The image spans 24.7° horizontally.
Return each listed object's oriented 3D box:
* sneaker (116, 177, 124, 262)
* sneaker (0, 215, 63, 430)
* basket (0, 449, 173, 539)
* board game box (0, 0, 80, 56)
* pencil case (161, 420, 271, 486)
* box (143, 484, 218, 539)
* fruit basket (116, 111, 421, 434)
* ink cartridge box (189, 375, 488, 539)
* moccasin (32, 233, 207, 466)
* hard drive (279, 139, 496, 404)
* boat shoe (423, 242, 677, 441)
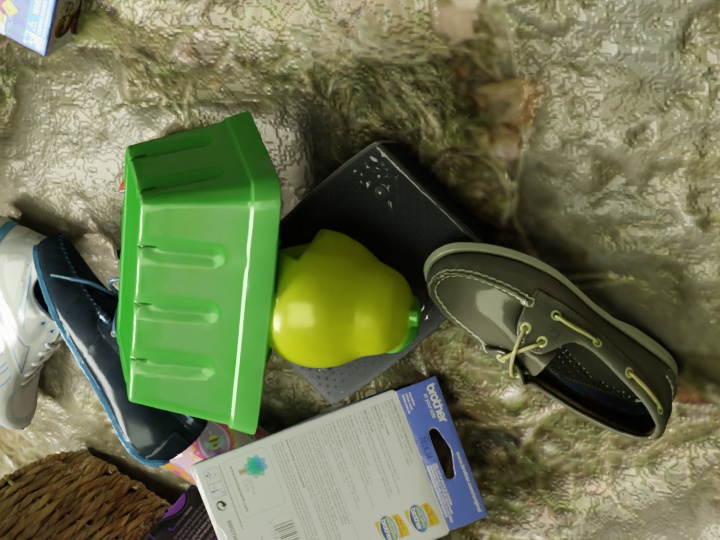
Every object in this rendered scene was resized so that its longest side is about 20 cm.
[{"bbox_3d":[-0.143,0.003,1.254,0.075,0.085,0.200,-1,118,27],"label":"sneaker"},{"bbox_3d":[-0.273,0.054,1.360,0.087,0.075,0.200,13,123,13],"label":"sneaker"},{"bbox_3d":[-0.273,0.268,1.400,0.143,0.200,0.149,27,130,20],"label":"basket"},{"bbox_3d":[-0.281,-0.284,1.180,0.199,0.041,0.200,27,126,10],"label":"board game box"},{"bbox_3d":[-0.078,0.165,1.321,0.200,0.087,0.087,33,127,5],"label":"pencil case"},{"bbox_3d":[-0.087,0.284,1.369,0.200,0.122,0.106,21,125,15],"label":"box"},{"bbox_3d":[-0.064,0.006,1.154,0.215,0.156,0.216,-7,120,-12],"label":"fruit basket"},{"bbox_3d":[-0.015,0.168,1.257,0.200,0.042,0.119,-21,87,4],"label":"ink cartridge box"},{"bbox_3d":[-0.182,0.054,1.276,0.068,0.080,0.200,-32,84,8],"label":"moccasin"},{"bbox_3d":[0.000,0.000,1.208,0.135,0.042,0.200,44,127,-4],"label":"hard drive"},{"bbox_3d":[0.131,0.050,1.134,0.202,0.060,0.072,30,129,-10],"label":"boat shoe"}]
